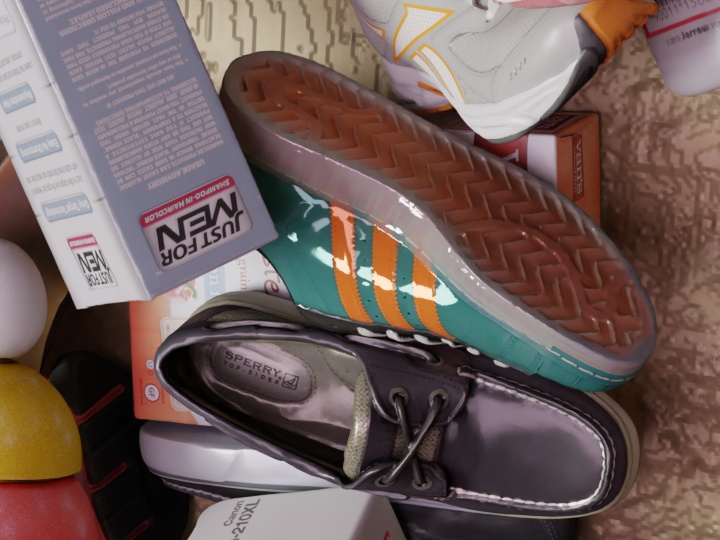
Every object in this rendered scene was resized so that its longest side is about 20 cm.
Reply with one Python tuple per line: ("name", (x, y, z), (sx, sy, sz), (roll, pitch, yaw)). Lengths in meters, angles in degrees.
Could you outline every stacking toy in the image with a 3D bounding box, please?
("stacking toy", (-0.160, 0.087, 1.128), (0.145, 0.146, 0.201), (7, 92, 23))

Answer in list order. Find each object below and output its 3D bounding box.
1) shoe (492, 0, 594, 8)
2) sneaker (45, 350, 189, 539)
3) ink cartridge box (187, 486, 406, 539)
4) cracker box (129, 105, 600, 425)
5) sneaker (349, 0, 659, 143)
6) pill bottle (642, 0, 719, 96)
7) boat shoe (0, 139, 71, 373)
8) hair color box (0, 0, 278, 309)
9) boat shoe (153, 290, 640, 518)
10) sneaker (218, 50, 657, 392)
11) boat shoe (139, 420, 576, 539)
("shoe", (0.051, -0.148, 0.942), (0.200, 0.091, 0.072), (29, 132, 44))
("sneaker", (-0.120, 0.138, 1.208), (0.086, 0.074, 0.201), (-13, 96, 28))
("ink cartridge box", (-0.013, 0.209, 1.101), (0.084, 0.145, 0.201), (-11, 118, 26))
("cracker box", (0.000, 0.000, 1.130), (0.199, 0.058, 0.135), (3, 103, 23))
("sneaker", (0.035, -0.106, 1.014), (0.076, 0.200, 0.092), (-44, 108, -13))
("pill bottle", (0.131, -0.175, 0.999), (0.112, 0.112, 0.201), (-20, 93, 27))
("boat shoe", (-0.167, 0.021, 1.198), (0.070, 0.070, 0.201), (27, 103, -17))
("hair color box", (-0.110, -0.089, 1.029), (0.201, 0.060, 0.099), (67, 160, -6))
("boat shoe", (0.010, 0.059, 1.071), (0.199, 0.065, 0.072), (18, 109, 18))
("sneaker", (0.023, -0.004, 1.051), (0.200, 0.071, 0.080), (34, 133, 16))
("boat shoe", (-0.003, 0.096, 1.149), (0.199, 0.069, 0.057), (6, 104, 21))
